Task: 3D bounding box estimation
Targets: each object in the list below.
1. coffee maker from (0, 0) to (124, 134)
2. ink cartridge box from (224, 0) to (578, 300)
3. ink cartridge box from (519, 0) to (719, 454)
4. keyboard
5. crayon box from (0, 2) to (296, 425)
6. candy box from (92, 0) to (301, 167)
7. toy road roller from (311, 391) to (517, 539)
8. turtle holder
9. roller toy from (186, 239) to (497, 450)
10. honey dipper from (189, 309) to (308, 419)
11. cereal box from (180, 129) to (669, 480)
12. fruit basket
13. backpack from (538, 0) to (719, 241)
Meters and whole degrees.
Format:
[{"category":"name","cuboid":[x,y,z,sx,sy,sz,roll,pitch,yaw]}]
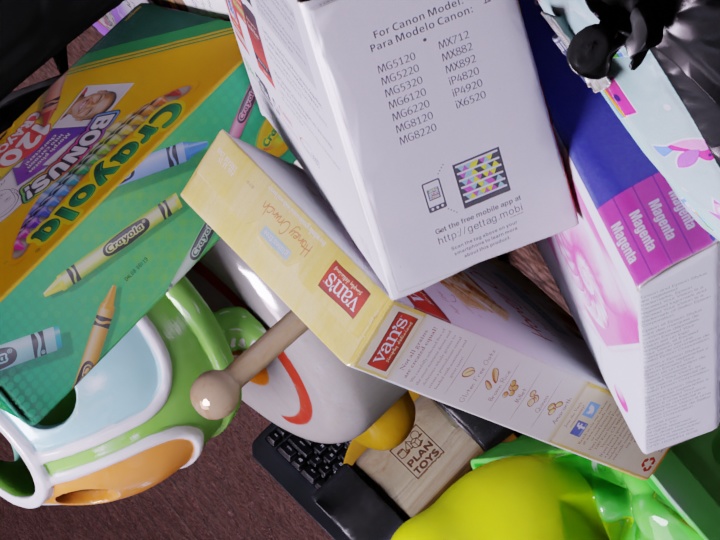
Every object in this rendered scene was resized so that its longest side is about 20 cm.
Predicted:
[{"category":"coffee maker","cuboid":[-0.216,-0.117,1.275,0.135,0.200,0.192,43,163,10]},{"category":"ink cartridge box","cuboid":[-0.002,-0.115,1.099,0.200,0.084,0.176,-124,14,-60]},{"category":"ink cartridge box","cuboid":[0.087,-0.054,1.105,0.200,0.043,0.197,77,170,-59]},{"category":"keyboard","cuboid":[0.036,0.139,1.659,0.200,0.104,0.040,43,148,14]},{"category":"crayon box","cuboid":[-0.122,-0.030,1.248,0.119,0.200,0.058,18,149,53]},{"category":"candy box","cuboid":[-0.083,-0.161,1.324,0.200,0.072,0.168,36,159,31]},{"category":"toy road roller","cuboid":[0.078,0.150,1.564,0.200,0.123,0.146,44,176,14]},{"category":"turtle holder","cuboid":[-0.147,0.029,1.344,0.141,0.132,0.186,5,131,52]},{"category":"roller toy","cuboid":[-0.034,-0.007,1.430,0.182,0.140,0.200,39,161,20]},{"category":"honey dipper","cuboid":[0.000,0.000,1.271,0.038,0.200,0.038,43,166,14]},{"category":"cereal box","cuboid":[0.033,0.017,1.183,0.200,0.040,0.144,24,-166,-45]},{"category":"fruit basket","cuboid":[0.112,0.135,1.315,0.156,0.216,0.215,49,162,-8]},{"category":"backpack","cuboid":[0.146,-0.084,0.886,0.200,0.167,0.127,54,180,-32]}]
